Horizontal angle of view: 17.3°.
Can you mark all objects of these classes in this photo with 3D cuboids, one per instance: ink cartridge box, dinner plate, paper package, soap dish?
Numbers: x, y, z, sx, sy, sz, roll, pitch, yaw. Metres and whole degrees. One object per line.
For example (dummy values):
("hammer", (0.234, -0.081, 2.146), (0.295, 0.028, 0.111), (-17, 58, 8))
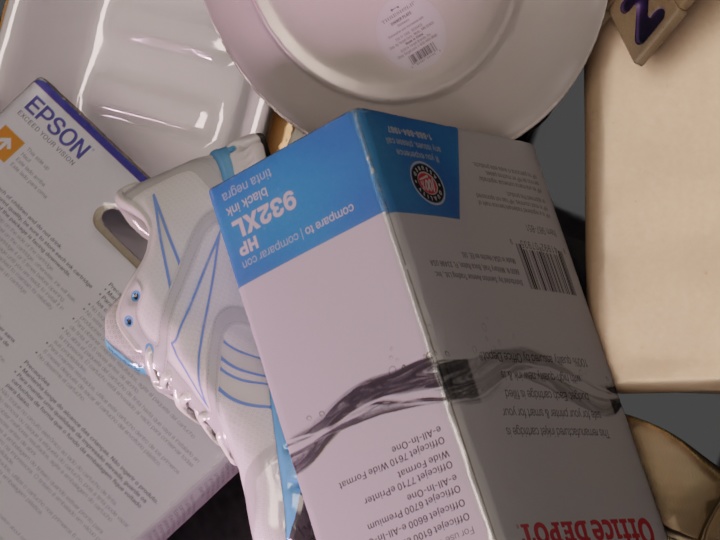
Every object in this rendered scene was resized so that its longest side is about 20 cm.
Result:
("ink cartridge box", (-0.149, 0.044, 1.055), (0.200, 0.041, 0.200), (-42, 74, -15))
("dinner plate", (0.011, -0.139, 1.015), (0.200, 0.024, 0.201), (9, 112, 23))
("ink cartridge box", (0.036, 0.047, 0.965), (0.084, 0.145, 0.200), (-26, 72, 28))
("paper package", (0.196, -0.044, 1.042), (0.190, 0.103, 0.200), (0, 86, 15))
("soap dish", (-0.101, -0.078, 1.131), (0.157, 0.081, 0.200), (15, 91, 15))

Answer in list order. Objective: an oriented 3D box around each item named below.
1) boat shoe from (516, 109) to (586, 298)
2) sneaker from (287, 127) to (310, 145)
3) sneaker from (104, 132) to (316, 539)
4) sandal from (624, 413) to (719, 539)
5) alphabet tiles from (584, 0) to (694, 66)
("boat shoe", (0.060, -0.063, 1.096), (0.066, 0.070, 0.200), (-17, 84, 9))
("sneaker", (0.000, 0.000, 1.093), (0.084, 0.075, 0.200), (14, 82, 22))
("sneaker", (-0.063, 0.041, 1.004), (0.086, 0.075, 0.200), (-13, 61, 1))
("sandal", (0.154, 0.117, 1.031), (0.200, 0.054, 0.080), (15, 81, 7))
("alphabet tiles", (0.109, -0.168, 1.012), (0.200, 0.008, 0.167), (-53, 43, 35))
